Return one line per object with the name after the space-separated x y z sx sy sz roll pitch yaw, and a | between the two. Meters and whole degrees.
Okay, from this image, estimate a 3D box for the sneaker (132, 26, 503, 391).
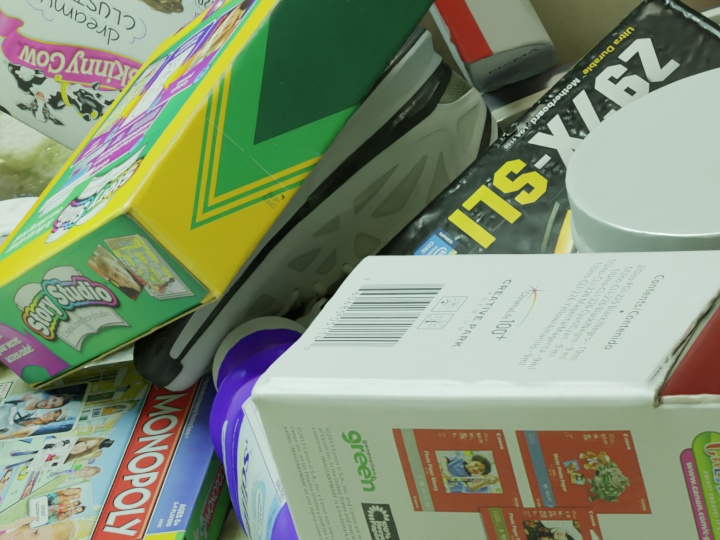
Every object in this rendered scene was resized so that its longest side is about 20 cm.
0.000 0.000 1.253 0.201 0.115 0.076 -48 11 -20 | sneaker

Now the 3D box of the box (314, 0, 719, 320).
0.103 0.000 1.139 0.200 0.049 0.160 -43 45 -7 | box

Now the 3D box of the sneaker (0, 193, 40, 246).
-0.102 -0.005 1.366 0.200 0.074 0.079 -17 35 12 | sneaker

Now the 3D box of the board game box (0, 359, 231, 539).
-0.122 0.100 1.207 0.134 0.029 0.200 -10 27 14 | board game box

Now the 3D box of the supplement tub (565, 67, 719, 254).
0.149 0.044 0.965 0.144 0.200 0.145 -13 26 6 | supplement tub

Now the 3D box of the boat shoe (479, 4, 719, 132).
0.135 -0.088 1.340 0.200 0.073 0.063 -20 30 5 | boat shoe

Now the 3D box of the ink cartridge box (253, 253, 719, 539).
0.085 0.101 0.875 0.175 0.200 0.084 0 30 30 | ink cartridge box

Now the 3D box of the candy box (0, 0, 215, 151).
-0.114 -0.150 1.415 0.168 0.200 0.072 28 43 18 | candy box

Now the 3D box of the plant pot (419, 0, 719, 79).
0.098 -0.184 1.483 0.200 0.135 0.200 -17 17 5 | plant pot

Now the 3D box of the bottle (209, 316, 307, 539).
-0.018 0.079 1.124 0.065 0.084 0.200 -11 26 -9 | bottle

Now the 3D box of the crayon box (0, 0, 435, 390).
-0.073 -0.047 1.228 0.173 0.058 0.200 -56 15 -26 | crayon box

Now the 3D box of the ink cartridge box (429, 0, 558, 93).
0.030 -0.166 1.314 0.050 0.161 0.200 -28 -6 1 | ink cartridge box
